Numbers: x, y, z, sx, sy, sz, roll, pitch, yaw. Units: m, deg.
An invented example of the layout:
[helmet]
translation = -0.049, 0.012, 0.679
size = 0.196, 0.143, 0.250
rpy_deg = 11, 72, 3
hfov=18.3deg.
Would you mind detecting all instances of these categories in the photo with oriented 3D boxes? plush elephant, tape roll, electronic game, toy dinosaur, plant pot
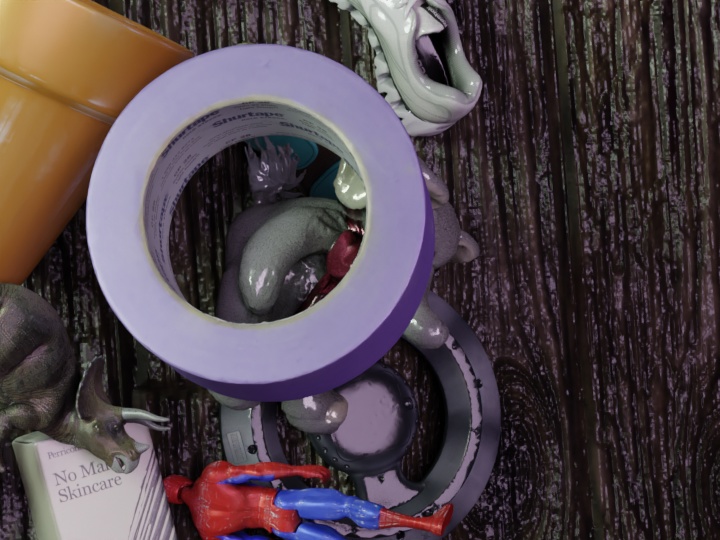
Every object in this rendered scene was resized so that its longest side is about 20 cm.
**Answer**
[plush elephant]
translation = 0.000, 0.000, 1.431
size = 0.165, 0.154, 0.202
rpy_deg = 38, 48, -60
[tape roll]
translation = -0.057, -0.027, 1.322
size = 0.198, 0.085, 0.202
rpy_deg = -1, 80, 5
[electronic game]
translation = 0.001, 0.100, 1.533
size = 0.198, 0.042, 0.202
rpy_deg = 2, 84, -14
[toy dinosaur]
translation = -0.215, 0.053, 1.368
size = 0.102, 0.077, 0.200
rpy_deg = -40, 118, -10
[plant pot]
translation = -0.230, -0.095, 1.383
size = 0.199, 0.200, 0.184
rpy_deg = 24, 94, -19

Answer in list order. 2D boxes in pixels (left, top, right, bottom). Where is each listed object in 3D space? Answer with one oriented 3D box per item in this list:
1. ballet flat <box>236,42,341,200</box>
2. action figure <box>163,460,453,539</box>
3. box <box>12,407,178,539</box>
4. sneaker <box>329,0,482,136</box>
[ballet flat]
translation = -0.023, -0.083, 1.526
size = 0.200, 0.071, 0.071
rpy_deg = 40, 75, -17
[action figure]
translation = -0.039, 0.162, 1.469
size = 0.198, 0.052, 0.066
rpy_deg = 10, 109, 13
[box]
translation = -0.159, 0.195, 1.452
size = 0.082, 0.068, 0.202
rpy_deg = -17, 94, -20
[sneaker]
translation = 0.023, -0.189, 1.536
size = 0.075, 0.081, 0.201
rpy_deg = -34, 98, -18
